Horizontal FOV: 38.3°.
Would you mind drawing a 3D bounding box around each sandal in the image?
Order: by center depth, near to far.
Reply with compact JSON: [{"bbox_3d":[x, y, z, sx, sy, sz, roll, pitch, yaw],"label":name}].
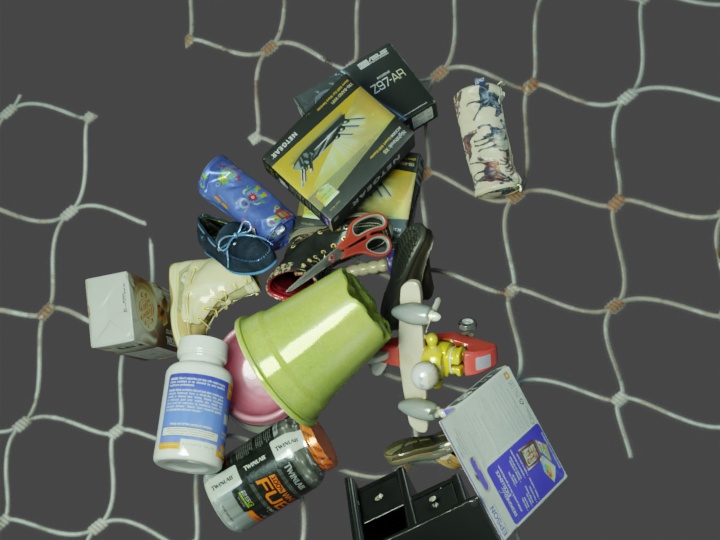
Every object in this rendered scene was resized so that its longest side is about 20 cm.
[{"bbox_3d":[0.136,0.287,1.633,0.196,0.082,0.056,-12,99,-6],"label":"sandal"}]

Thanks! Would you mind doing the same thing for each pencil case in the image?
[{"bbox_3d":[0.214,-0.214,1.722,0.088,0.077,0.204,-19,74,29],"label":"pencil case"},{"bbox_3d":[-0.198,-0.113,1.795,0.199,0.079,0.087,40,56,18],"label":"pencil case"}]

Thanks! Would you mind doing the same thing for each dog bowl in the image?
[{"bbox_3d":[-0.160,0.171,1.734,0.196,0.074,0.204,-3,78,12],"label":"dog bowl"}]

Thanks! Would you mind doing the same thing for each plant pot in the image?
[{"bbox_3d":[-0.059,0.101,1.573,0.183,0.200,0.202,-36,73,9],"label":"plant pot"}]

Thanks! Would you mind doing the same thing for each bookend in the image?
[{"bbox_3d":[0.088,0.363,1.568,0.197,0.199,0.093,-25,112,5],"label":"bookend"}]

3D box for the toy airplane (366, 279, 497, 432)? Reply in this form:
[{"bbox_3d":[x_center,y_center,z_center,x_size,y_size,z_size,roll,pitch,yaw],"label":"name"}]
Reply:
[{"bbox_3d":[0.091,0.139,1.633,0.199,0.142,0.199,41,112,-11],"label":"toy airplane"}]

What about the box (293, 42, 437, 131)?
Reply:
[{"bbox_3d":[0.009,-0.277,1.765,0.198,0.044,0.161,-30,61,-6],"label":"box"}]

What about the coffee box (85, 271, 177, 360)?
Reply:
[{"bbox_3d":[-0.375,0.081,1.735,0.078,0.200,0.117,-11,76,11],"label":"coffee box"}]

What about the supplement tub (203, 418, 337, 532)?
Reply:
[{"bbox_3d":[-0.143,0.322,1.673,0.198,0.122,0.124,-32,74,5],"label":"supplement tub"}]

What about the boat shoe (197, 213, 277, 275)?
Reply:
[{"bbox_3d":[-0.219,-0.045,1.730,0.198,0.069,0.084,15,45,42],"label":"boat shoe"}]

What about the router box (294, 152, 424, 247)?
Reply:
[{"bbox_3d":[-0.001,-0.129,1.768,0.196,0.052,0.160,8,81,15],"label":"router box"}]

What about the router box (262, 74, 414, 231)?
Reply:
[{"bbox_3d":[-0.034,-0.190,1.665,0.157,0.052,0.200,41,79,15],"label":"router box"}]

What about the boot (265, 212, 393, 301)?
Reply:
[{"bbox_3d":[-0.053,-0.020,1.671,0.197,0.151,0.074,-7,120,27],"label":"boot"}]

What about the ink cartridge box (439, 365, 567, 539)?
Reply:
[{"bbox_3d":[0.205,0.272,1.553,0.043,0.199,0.200,-28,90,44],"label":"ink cartridge box"}]

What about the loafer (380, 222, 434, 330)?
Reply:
[{"bbox_3d":[0.086,0.011,1.681,0.070,0.202,0.074,5,36,-17],"label":"loafer"}]

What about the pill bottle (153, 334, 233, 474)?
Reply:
[{"bbox_3d":[-0.260,0.211,1.646,0.110,0.112,0.203,0,67,13],"label":"pill bottle"}]

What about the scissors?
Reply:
[{"bbox_3d":[-0.039,-0.031,1.619,0.197,0.014,0.074,-21,85,-17],"label":"scissors"}]

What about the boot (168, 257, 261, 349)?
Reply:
[{"bbox_3d":[-0.242,0.060,1.768,0.153,0.073,0.203,-16,60,8],"label":"boot"}]

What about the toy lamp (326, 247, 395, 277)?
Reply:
[{"bbox_3d":[0.000,0.000,1.741,0.196,0.058,0.059,-13,76,12],"label":"toy lamp"}]
